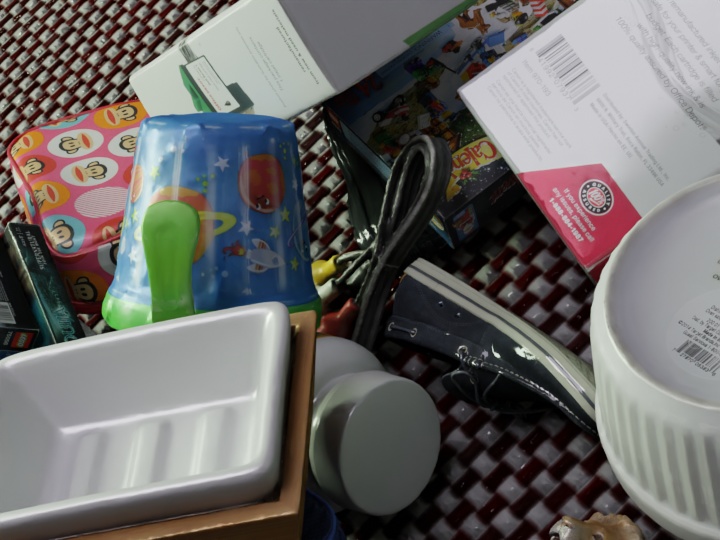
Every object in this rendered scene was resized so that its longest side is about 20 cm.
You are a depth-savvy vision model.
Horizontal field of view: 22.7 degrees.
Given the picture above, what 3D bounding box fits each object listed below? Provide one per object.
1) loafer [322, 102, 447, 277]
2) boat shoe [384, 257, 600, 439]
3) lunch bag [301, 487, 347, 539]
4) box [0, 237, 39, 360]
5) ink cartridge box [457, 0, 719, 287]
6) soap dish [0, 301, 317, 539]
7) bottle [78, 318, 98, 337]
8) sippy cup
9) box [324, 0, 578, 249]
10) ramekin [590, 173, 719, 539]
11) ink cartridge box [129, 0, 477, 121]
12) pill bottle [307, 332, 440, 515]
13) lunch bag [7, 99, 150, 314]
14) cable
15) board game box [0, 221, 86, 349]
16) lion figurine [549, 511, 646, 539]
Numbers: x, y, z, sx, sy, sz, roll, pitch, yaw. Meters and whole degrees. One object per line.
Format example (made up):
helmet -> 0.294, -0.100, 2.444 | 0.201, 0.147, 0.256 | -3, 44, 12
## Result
loafer -> 0.020, -0.077, 1.275 | 0.070, 0.068, 0.201 | -24, 45, 9
boat shoe -> 0.085, 0.057, 1.075 | 0.200, 0.075, 0.062 | 33, 90, 44
lunch bag -> -0.089, 0.192, 1.044 | 0.136, 0.132, 0.200 | -38, 40, -23
box -> -0.294, 0.027, 1.281 | 0.137, 0.040, 0.200 | -60, 41, 29
ink cartridge box -> 0.185, -0.104, 1.094 | 0.200, 0.083, 0.145 | -36, 70, 6
soap dish -> -0.118, 0.105, 0.989 | 0.200, 0.081, 0.157 | -11, 38, 12
bottle -> -0.203, 0.086, 1.291 | 0.065, 0.084, 0.200 | -15, 26, -29
sippy cup -> -0.089, -0.031, 1.108 | 0.178, 0.139, 0.130 | -161, 71, -64
box -> 0.095, -0.123, 1.213 | 0.200, 0.038, 0.137 | -38, 56, -10
ramekin -> 0.213, 0.038, 0.920 | 0.200, 0.105, 0.200 | -11, 48, 13
ink cartridge box -> -0.042, -0.153, 1.194 | 0.146, 0.084, 0.200 | -37, 9, -34
pill bottle -> -0.048, 0.091, 1.127 | 0.200, 0.113, 0.113 | 10, 60, 46
lunch bag -> -0.171, -0.061, 1.386 | 0.176, 0.082, 0.200 | -19, 37, -10
cable -> 0.000, 0.000, 1.164 | 0.200, 0.050, 0.097 | 122, 148, -43
board game box -> -0.257, 0.083, 1.280 | 0.200, 0.028, 0.135 | -59, 44, 32
lion figurine -> 0.140, 0.212, 0.890 | 0.122, 0.073, 0.200 | -35, 50, -13
